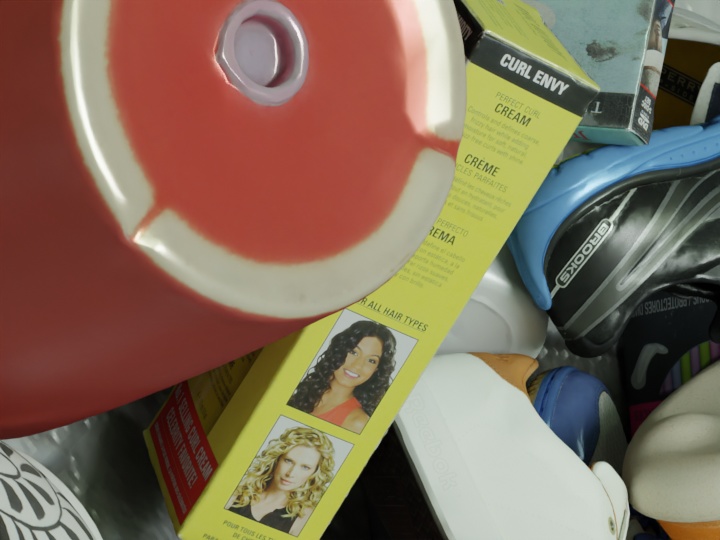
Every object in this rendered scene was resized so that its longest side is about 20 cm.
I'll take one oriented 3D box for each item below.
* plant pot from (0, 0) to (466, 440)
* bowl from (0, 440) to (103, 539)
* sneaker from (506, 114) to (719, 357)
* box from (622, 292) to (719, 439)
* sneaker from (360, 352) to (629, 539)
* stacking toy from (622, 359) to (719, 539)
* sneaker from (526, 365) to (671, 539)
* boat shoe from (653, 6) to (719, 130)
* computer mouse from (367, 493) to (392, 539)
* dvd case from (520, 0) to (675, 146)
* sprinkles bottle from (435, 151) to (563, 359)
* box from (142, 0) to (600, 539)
[{"bbox_3d":[-0.075,-0.050,0.778,0.199,0.177,0.202,5,82,-36],"label":"plant pot"},{"bbox_3d":[-0.136,0.111,0.791,0.094,0.200,0.202,-41,105,-50],"label":"bowl"},{"bbox_3d":[0.146,-0.018,0.911,0.198,0.071,0.083,-17,87,-20],"label":"sneaker"},{"bbox_3d":[0.189,0.099,1.042,0.105,0.122,0.202,0,81,-34],"label":"box"},{"bbox_3d":[0.070,0.114,0.863,0.084,0.073,0.201,-13,70,-25],"label":"sneaker"},{"bbox_3d":[0.195,0.120,0.917,0.146,0.146,0.201,-34,104,-34],"label":"stacking toy"},{"bbox_3d":[0.117,0.133,0.998,0.075,0.088,0.201,-14,92,-59],"label":"sneaker"},{"bbox_3d":[0.159,-0.060,1.010,0.070,0.200,0.071,-4,117,-47],"label":"boat shoe"},{"bbox_3d":[0.036,0.130,0.951,0.052,0.139,0.201,-11,78,2],"label":"computer mouse"},{"bbox_3d":[0.052,-0.145,0.910,0.022,0.145,0.201,35,65,-60],"label":"dvd case"},{"bbox_3d":[0.046,-0.053,0.970,0.068,0.068,0.201,33,45,-25],"label":"sprinkles bottle"},{"bbox_3d":[0.000,0.000,0.849,0.050,0.075,0.201,23,109,-25],"label":"box"}]
